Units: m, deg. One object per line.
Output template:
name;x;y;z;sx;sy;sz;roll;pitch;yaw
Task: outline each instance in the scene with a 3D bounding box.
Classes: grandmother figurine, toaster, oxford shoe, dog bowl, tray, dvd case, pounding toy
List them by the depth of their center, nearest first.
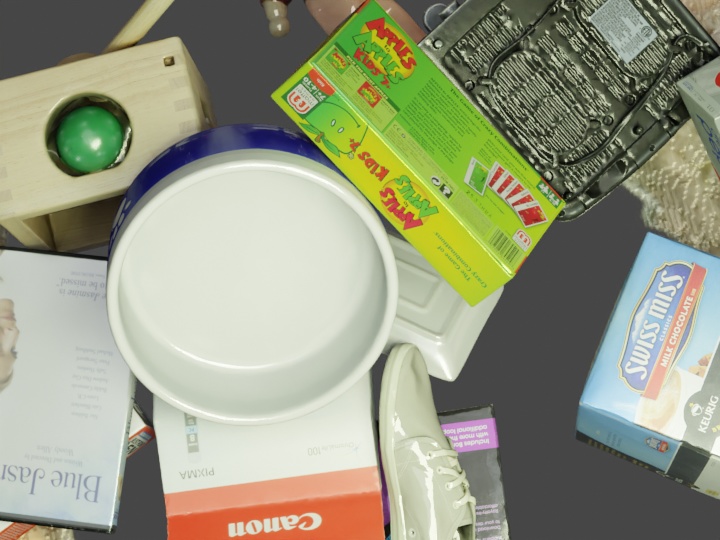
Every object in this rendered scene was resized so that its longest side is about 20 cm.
dog bowl;-0.076;0.002;1.610;0.200;0.079;0.200;-2;115;-5
oxford shoe;0.051;0.150;1.649;0.058;0.075;0.200;-8;85;25
toaster;0.151;-0.146;1.685;0.181;0.119;0.200;-43;98;-5
dvd case;-0.234;0.084;1.685;0.142;0.018;0.200;6;80;5
pounding toy;-0.178;-0.113;1.686;0.184;0.200;0.142;-14;79;2
tray;0.000;0.000;1.717;0.200;0.022;0.107;24;52;8
grandmother figurine;-0.025;-0.215;1.767;0.121;0.061;0.200;-31;75;-29

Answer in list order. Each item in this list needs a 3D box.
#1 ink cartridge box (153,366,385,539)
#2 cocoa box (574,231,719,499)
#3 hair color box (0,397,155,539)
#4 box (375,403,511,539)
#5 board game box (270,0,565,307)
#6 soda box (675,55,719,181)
ink cartridge box;-0.067;0.130;1.668;0.160;0.047;0.200;-8;49;3
cocoa box;0.231;0.071;1.621;0.131;0.200;0.134;22;81;8
hair color box;-0.263;0.134;1.720;0.200;0.064;0.111;-36;78;-1
box;0.041;0.206;1.697;0.143;0.036;0.200;-8;80;3
board game box;0.042;-0.082;1.594;0.200;0.048;0.102;46;41;-6
soda box;0.296;-0.062;1.649;0.063;0.068;0.200;-31;124;-1
